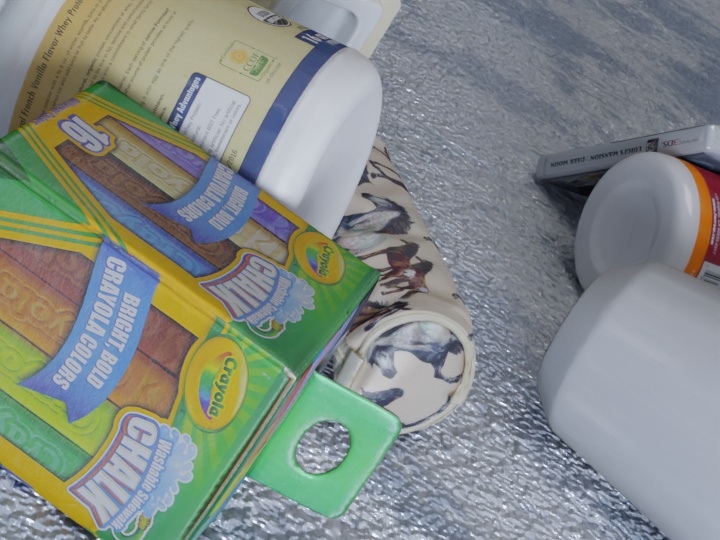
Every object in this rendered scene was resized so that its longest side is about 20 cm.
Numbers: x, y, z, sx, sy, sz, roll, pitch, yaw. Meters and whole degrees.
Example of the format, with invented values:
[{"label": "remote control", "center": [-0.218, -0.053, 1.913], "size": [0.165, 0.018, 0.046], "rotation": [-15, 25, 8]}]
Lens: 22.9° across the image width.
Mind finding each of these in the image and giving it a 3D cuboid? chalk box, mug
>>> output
[{"label": "chalk box", "center": [-0.080, 0.035, 0.759], "size": [0.200, 0.125, 0.124], "rotation": [35, 25, 4]}, {"label": "mug", "center": [0.182, 0.084, 1.011], "size": [0.153, 0.187, 0.149], "rotation": [33, 57, 18]}]

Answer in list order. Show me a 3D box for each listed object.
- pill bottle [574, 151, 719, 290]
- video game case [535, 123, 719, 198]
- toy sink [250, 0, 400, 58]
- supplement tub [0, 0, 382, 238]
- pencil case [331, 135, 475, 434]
[{"label": "pill bottle", "center": [0.255, -0.003, 1.228], "size": [0.199, 0.113, 0.113], "rotation": [18, 30, -32]}, {"label": "video game case", "center": [0.260, -0.058, 1.299], "size": [0.199, 0.023, 0.181], "rotation": [17, -14, -32]}, {"label": "toy sink", "center": [-0.064, -0.164, 1.086], "size": [0.130, 0.112, 0.200], "rotation": [13, 33, -36]}, {"label": "supplement tub", "center": [-0.104, -0.077, 0.877], "size": [0.199, 0.145, 0.144], "rotation": [26, 25, 8]}, {"label": "pencil case", "center": [0.000, 0.000, 0.964], "size": [0.089, 0.078, 0.200], "rotation": [6, 35, -23]}]
